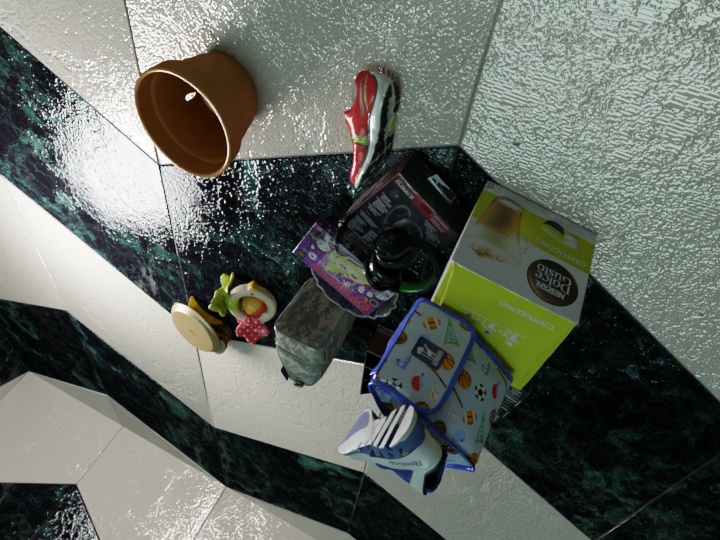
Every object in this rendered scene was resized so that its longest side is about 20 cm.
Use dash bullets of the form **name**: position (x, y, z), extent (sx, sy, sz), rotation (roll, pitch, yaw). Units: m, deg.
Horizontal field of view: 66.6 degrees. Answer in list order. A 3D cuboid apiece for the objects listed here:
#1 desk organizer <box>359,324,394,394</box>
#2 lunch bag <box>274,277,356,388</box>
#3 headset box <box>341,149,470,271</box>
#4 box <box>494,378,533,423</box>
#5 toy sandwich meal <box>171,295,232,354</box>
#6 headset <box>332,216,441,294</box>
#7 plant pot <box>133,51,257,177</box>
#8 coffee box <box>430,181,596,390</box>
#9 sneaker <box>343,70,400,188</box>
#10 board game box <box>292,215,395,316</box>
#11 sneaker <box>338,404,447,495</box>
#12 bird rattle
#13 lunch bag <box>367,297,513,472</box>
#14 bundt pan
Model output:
- **desk organizer**: position (0.049, 0.231, 1.318), extent (0.070, 0.078, 0.203), rotation (22, 139, 14)
- **lunch bag**: position (-0.099, 0.144, 1.238), extent (0.137, 0.201, 0.170), rotation (18, 138, 18)
- **headset box**: position (0.083, -0.100, 0.960), extent (0.149, 0.078, 0.199), rotation (43, 139, -12)
- **box**: position (0.254, 0.239, 1.210), extent (0.197, 0.044, 0.162), rotation (30, 141, 6)
- **toy sandwich meal**: position (-0.471, 0.163, 1.627), extent (0.202, 0.070, 0.208), rotation (23, 139, 21)
- **headset**: position (0.047, -0.030, 0.959), extent (0.196, 0.095, 0.125), rotation (18, 138, -6)
- **plant pot**: position (-0.273, -0.288, 0.967), extent (0.196, 0.141, 0.203), rotation (20, 140, 18)
- **coffee box**: position (0.232, 0.026, 0.886), extent (0.196, 0.199, 0.202), rotation (27, 141, 8)
- **sneaker**: position (0.008, -0.231, 0.896), extent (0.084, 0.077, 0.203), rotation (33, 135, 19)
- **board game box**: position (-0.029, -0.005, 1.055), extent (0.199, 0.033, 0.120), rotation (40, 145, -7)
- **sneaker**: position (0.053, 0.257, 0.760), extent (0.115, 0.081, 0.199), rotation (45, 151, -8)
- **bird rattle**: position (-0.289, 0.101, 1.413), extent (0.160, 0.114, 0.201), rotation (-22, 120, 27)
- **lunch bag**: position (0.115, 0.167, 0.817), extent (0.200, 0.171, 0.123), rotation (47, 146, -16)
- **bundt pan**: position (0.000, 0.000, 1.119), extent (0.198, 0.076, 0.205), rotation (19, 138, 17)
